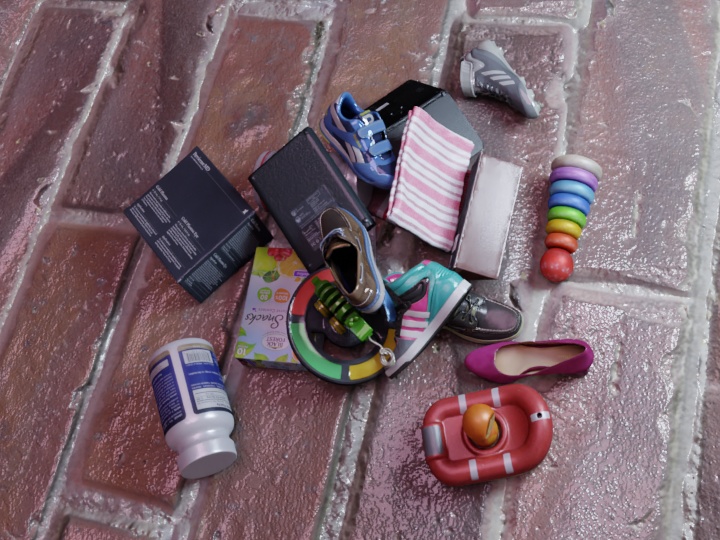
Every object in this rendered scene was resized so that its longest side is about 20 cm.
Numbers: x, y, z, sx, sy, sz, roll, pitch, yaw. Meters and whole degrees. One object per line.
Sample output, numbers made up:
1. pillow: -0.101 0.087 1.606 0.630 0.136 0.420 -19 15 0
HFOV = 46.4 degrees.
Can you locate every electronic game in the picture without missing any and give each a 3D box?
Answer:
1. electronic game: -0.023 0.086 1.366 0.195 0.042 0.205 3 70 -8

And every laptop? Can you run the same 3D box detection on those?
1. laptop: 0.088 -0.241 1.508 0.176 0.104 0.199 -35 33 -14

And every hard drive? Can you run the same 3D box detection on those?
1. hard drive: -0.083 -0.117 1.402 0.139 0.033 0.202 -37 80 14

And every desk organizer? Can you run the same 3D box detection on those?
1. desk organizer: 0.205 -0.082 1.387 0.075 0.072 0.204 15 77 -1

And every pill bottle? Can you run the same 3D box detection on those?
1. pill bottle: -0.083 -0.153 1.479 0.196 0.109 0.111 4 67 22
2. pill bottle: -0.271 0.223 1.366 0.114 0.116 0.203 -24 62 4

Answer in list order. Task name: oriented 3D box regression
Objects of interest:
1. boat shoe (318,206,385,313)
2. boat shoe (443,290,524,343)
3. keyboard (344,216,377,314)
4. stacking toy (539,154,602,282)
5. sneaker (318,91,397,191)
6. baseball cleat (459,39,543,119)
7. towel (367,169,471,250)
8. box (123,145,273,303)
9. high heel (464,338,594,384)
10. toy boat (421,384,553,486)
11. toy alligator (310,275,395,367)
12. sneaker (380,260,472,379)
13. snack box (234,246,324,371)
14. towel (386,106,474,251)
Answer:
1. boat shoe: -0.022 -0.031 1.298 0.072 0.072 0.202 -39 54 15
2. boat shoe: 0.161 0.067 1.341 0.196 0.065 0.075 9 71 20
3. keyboard: 0.000 0.000 1.448 0.055 0.011 0.204 -7 65 13
4. stacking toy: 0.329 -0.079 1.358 0.084 0.085 0.204 12 76 20
5. sneaker: 0.011 -0.213 1.396 0.200 0.083 0.073 45 40 16
6. baseball cleat: 0.242 -0.323 1.500 0.105 0.070 0.202 -31 52 8
7. towel: 0.113 -0.133 1.469 0.197 0.023 0.146 26 76 24
8. box: -0.291 -0.083 1.514 0.182 0.104 0.200 -41 63 -4
9. high heel: 0.251 0.127 1.272 0.195 0.096 0.069 -4 65 14
10. toy boat: 0.181 0.231 1.225 0.196 0.131 0.133 -13 64 10
11. toy alligator: -0.018 0.070 1.304 0.059 0.054 0.200 -44 64 0
12. sneaker: 0.070 0.062 1.305 0.120 0.083 0.201 41 110 11
13. snack box: -0.125 0.064 1.430 0.139 0.053 0.204 3 68 16
14. towel: 0.118 -0.150 1.389 0.030 0.145 0.204 -8 64 51
